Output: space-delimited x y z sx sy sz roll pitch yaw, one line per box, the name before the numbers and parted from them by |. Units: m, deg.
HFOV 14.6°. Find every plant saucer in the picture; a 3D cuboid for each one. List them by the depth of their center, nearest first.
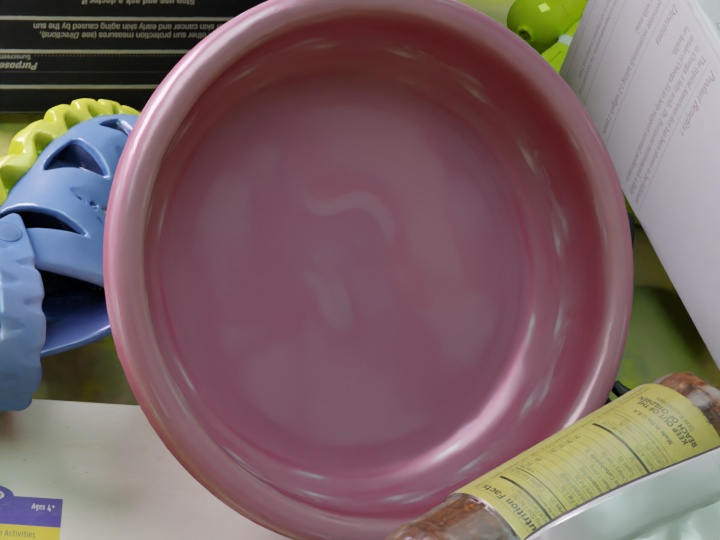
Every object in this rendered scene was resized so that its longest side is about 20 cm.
plant saucer | 0.000 0.000 1.004 0.199 0.051 0.202 2 84 -22

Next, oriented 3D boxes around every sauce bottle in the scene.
sauce bottle | 0.048 0.102 0.954 0.199 0.066 0.066 -28 52 -26

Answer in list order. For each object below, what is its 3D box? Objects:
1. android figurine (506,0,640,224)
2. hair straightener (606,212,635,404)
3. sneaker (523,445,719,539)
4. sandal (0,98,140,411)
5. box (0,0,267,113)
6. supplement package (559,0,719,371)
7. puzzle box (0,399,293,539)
android figurine | 0.150 -0.082 1.237 0.182 0.041 0.200 28 43 21
hair straightener | 0.084 0.045 1.078 0.077 0.041 0.200 13 39 6
sneaker | 0.154 0.089 0.928 0.199 0.073 0.085 -22 77 -17
sandal | -0.120 0.000 1.062 0.087 0.080 0.200 27 37 19
box | -0.073 -0.178 1.188 0.199 0.199 0.124 0 39 -10
supplement package | 0.181 -0.047 1.105 0.117 0.117 0.201 -14 62 -22
puzzle box | -0.089 0.101 1.000 0.199 0.026 0.133 4 41 -4
